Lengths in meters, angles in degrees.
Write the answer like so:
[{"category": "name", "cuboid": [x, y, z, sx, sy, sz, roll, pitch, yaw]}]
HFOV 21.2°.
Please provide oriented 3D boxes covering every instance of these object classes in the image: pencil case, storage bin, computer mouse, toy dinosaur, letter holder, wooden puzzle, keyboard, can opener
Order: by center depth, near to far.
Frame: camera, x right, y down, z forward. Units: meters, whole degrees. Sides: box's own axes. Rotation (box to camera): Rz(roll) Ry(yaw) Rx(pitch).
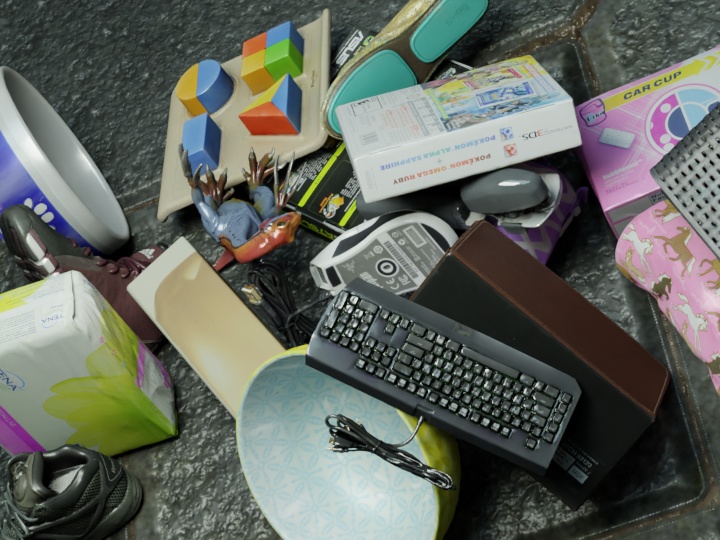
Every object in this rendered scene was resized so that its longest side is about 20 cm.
[{"category": "keyboard", "cuboid": [0.051, 0.097, 1.420, 0.199, 0.021, 0.128, 24, 79, 9]}, {"category": "storage bin", "cuboid": [0.326, -0.027, 1.451, 0.094, 0.135, 0.200, -45, 61, 17]}, {"category": "pencil case", "cuboid": [0.278, 0.035, 1.499, 0.083, 0.086, 0.200, -40, 50, 10]}, {"category": "letter holder", "cuboid": [0.131, 0.067, 1.506, 0.200, 0.142, 0.101, 39, 111, 3]}, {"category": "can opener", "cuboid": [0.075, -0.069, 1.586, 0.199, 0.067, 0.054, 5, 60, 38]}, {"category": "pencil case", "cuboid": [0.119, 0.002, 1.610, 0.085, 0.084, 0.201, 23, 70, 7]}, {"category": "computer mouse", "cuboid": [0.000, 0.000, 1.623, 0.199, 0.110, 0.044, -26, 29, 27]}, {"category": "toy dinosaur", "cuboid": [-0.089, -0.038, 1.657, 0.104, 0.201, 0.182, -11, 37, -2]}, {"category": "wooden puzzle", "cuboid": [-0.114, -0.154, 1.807, 0.199, 0.046, 0.186, -26, 39, 23]}]

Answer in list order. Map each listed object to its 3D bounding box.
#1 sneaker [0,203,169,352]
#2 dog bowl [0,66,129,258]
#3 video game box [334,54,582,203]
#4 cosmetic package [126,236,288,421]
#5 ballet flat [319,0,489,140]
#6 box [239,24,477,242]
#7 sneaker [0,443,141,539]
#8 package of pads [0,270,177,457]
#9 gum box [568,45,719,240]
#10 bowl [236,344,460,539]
[{"category": "sneaker", "cuboid": [-0.231, -0.006, 1.726, 0.115, 0.201, 0.076, -42, 32, -17]}, {"category": "dog bowl", "cuboid": [-0.304, -0.087, 1.800, 0.079, 0.200, 0.201, -35, 50, 5]}, {"category": "video game box", "cuboid": [0.077, -0.121, 1.604, 0.181, 0.047, 0.200, -17, 17, 1]}, {"category": "cosmetic package", "cuboid": [-0.108, 0.070, 1.661, 0.071, 0.105, 0.200, -43, 52, -3]}, {"category": "ballet flat", "cuboid": [0.034, -0.194, 1.740, 0.200, 0.071, 0.071, -45, 51, -9]}, {"category": "box", "cuboid": [0.016, -0.115, 1.758, 0.192, 0.048, 0.200, 26, 72, 34]}, {"category": "sneaker", "cuboid": [-0.292, 0.221, 1.649, 0.199, 0.114, 0.076, -38, 49, 2]}, {"category": "package of pads", "cuboid": [-0.259, 0.093, 1.658, 0.154, 0.200, 0.069, -18, 51, 15]}, {"category": "gum box", "cuboid": [0.277, -0.109, 1.607, 0.199, 0.066, 0.114, -23, 53, 11]}, {"category": "bowl", "cuboid": [0.010, 0.137, 1.534, 0.199, 0.201, 0.107, 16, 31, 34]}]
